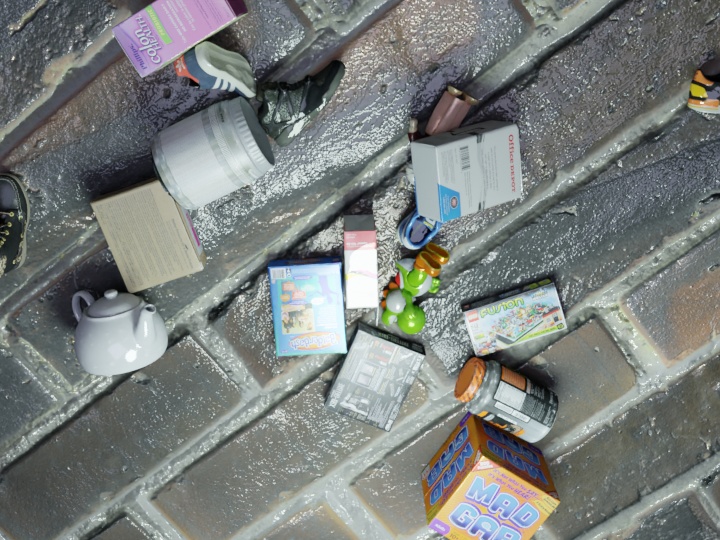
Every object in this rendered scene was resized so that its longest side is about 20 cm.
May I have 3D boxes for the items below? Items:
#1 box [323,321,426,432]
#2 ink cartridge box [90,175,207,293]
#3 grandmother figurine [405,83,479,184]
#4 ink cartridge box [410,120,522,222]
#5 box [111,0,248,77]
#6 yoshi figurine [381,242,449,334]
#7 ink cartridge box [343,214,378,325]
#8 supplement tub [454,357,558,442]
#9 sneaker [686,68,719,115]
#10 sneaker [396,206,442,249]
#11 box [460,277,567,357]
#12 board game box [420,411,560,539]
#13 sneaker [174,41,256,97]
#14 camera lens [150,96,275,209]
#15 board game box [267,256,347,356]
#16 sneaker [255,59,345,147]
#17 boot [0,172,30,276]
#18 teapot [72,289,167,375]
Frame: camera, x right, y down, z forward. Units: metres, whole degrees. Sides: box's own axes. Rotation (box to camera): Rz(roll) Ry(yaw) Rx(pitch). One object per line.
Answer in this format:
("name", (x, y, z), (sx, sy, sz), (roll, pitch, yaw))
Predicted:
("box", (0.029, 0.229, 1.857), (0.157, 0.050, 0.201), (21, 108, -7))
("ink cartridge box", (-0.417, -0.077, 1.732), (0.163, 0.075, 0.201), (-17, 108, 4))
("grandmother figurine", (0.144, -0.257, 1.683), (0.121, 0.061, 0.201), (25, 106, -9))
("ink cartridge box", (0.203, -0.191, 1.648), (0.199, 0.084, 0.147), (-18, 113, -29))
("box", (-0.316, -0.445, 1.550), (0.199, 0.176, 0.097), (-30, 107, 10))
("yoshi figurine", (0.118, 0.051, 1.764), (0.112, 0.112, 0.201), (11, 129, -27))
("ink cartridge box", (0.000, 0.000, 1.741), (0.067, 0.117, 0.202), (-2, 109, -1))
("supplement tub", (0.306, 0.269, 1.836), (0.199, 0.123, 0.123), (27, 107, -9))
("sneaker", (0.726, -0.345, 1.651), (0.198, 0.070, 0.091), (-1, 113, 2))
("sneaker", (0.147, -0.122, 1.718), (0.074, 0.082, 0.201), (31, 103, -10))
("box", (0.320, 0.099, 1.822), (0.198, 0.035, 0.111), (-19, 108, 6))
("board game box", (0.270, 0.464, 1.863), (0.199, 0.200, 0.201), (32, 106, -10))
("sneaker", (-0.265, -0.358, 1.589), (0.084, 0.200, 0.076), (-17, 76, 21))
("camera lens", (-0.280, -0.219, 1.638), (0.199, 0.160, 0.161), (-24, 108, 8))
("board game box", (-0.108, 0.076, 1.804), (0.151, 0.045, 0.202), (-3, 109, 0))
("sneaker", (-0.122, -0.338, 1.640), (0.199, 0.076, 0.114), (-42, 114, 18))
("boot", (-0.703, -0.077, 1.688), (0.073, 0.151, 0.202), (8, 109, -3))
("teapot", (-0.489, 0.108, 1.742), (0.198, 0.198, 0.147), (-11, 108, -4))
